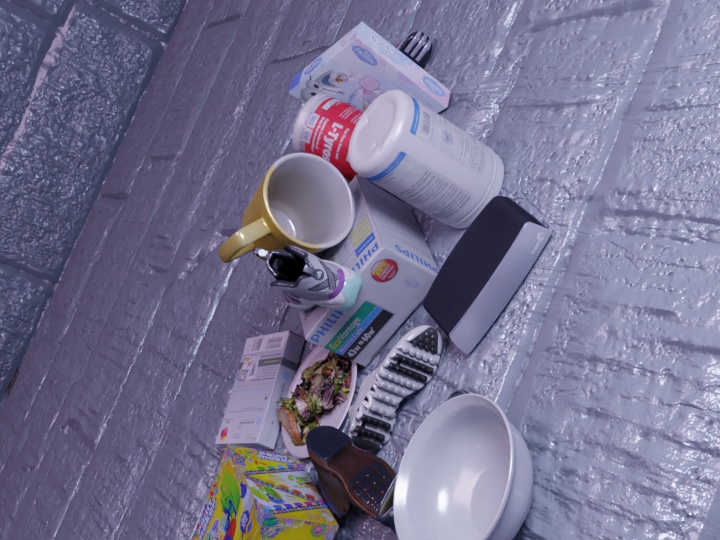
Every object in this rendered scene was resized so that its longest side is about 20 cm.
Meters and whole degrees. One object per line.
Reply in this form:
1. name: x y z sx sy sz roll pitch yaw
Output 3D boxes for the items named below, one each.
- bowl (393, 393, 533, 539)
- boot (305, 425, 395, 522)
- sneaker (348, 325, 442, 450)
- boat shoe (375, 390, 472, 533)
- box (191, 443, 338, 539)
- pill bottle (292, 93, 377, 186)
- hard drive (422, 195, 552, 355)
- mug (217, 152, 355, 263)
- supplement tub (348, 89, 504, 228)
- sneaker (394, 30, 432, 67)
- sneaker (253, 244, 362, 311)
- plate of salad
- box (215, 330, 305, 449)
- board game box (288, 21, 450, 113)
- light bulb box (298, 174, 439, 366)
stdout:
1. bowl: 0.133 0.252 1.129 0.201 0.090 0.203 -37 39 37
2. boot: 0.001 0.303 1.346 0.200 0.074 0.098 39 145 40
3. sneaker: 0.041 0.154 1.384 0.201 0.075 0.081 -55 21 13
4. boat shoe: 0.084 0.236 1.242 0.201 0.062 0.075 -60 22 -5
5. box: -0.147 0.392 1.410 0.193 0.121 0.202 42 113 61
6. pill bottle: -0.005 -0.205 1.616 0.199 0.112 0.113 27 90 20
7. hard drive: 0.164 0.000 1.331 0.201 0.042 0.135 -57 30 12
8. mug: -0.124 -0.082 1.484 0.153 0.185 0.151 -32 57 55
9. supplement tub: 0.094 -0.158 1.412 0.132 0.199 0.133 -38 37 36
10. sneaker: 0.056 -0.348 1.782 0.200 0.074 0.088 -47 15 13
11. sneaker: -0.101 0.001 1.403 0.199 0.139 0.078 -4 65 56
12. plate of salad: -0.075 0.197 1.554 0.200 0.048 0.201 -39 36 37
13. box: -0.176 0.211 1.714 0.155 0.041 0.202 -15 53 54
14. board game box: 0.014 -0.302 1.657 0.198 0.199 0.044 -25 40 47
15. light bulb box: 0.000 0.000 1.513 0.199 0.124 0.201 -49 33 22
